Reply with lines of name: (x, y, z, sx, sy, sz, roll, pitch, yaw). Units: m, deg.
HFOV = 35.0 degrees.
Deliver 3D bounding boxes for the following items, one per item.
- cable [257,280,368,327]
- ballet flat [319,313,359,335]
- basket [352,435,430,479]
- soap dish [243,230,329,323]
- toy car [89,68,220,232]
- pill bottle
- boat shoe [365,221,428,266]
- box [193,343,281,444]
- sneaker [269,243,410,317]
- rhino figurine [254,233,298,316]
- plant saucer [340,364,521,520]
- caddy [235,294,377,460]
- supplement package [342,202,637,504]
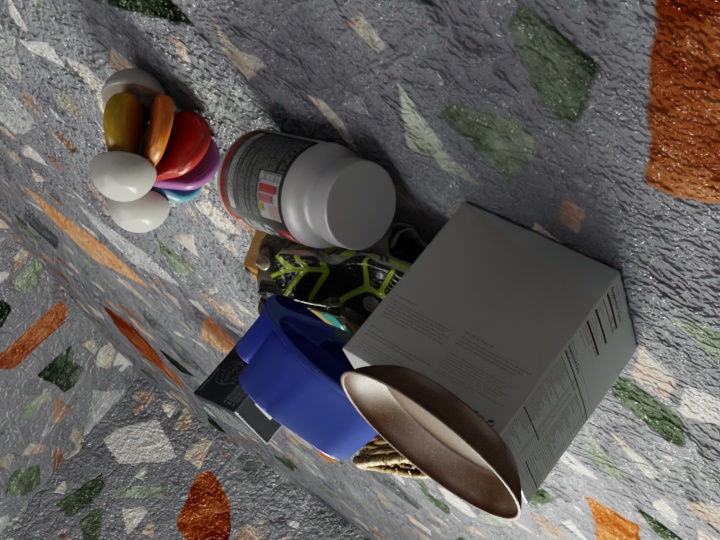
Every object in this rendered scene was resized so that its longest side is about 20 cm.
cable: (-0.016, 0.034, 1.324, 0.199, 0.050, 0.097, 17, 179, 19)
ballet flat: (0.005, 0.064, 1.412, 0.200, 0.072, 0.068, 47, 170, 41)
basket: (0.113, 0.238, 1.533, 0.143, 0.149, 0.200, 27, 179, 31)
soap dish: (-0.067, 0.035, 1.593, 0.200, 0.081, 0.157, 53, 162, -27)
toy car: (-0.258, -0.154, 1.479, 0.149, 0.176, 0.200, 0, 155, 3)
pill bottle: (-0.061, -0.088, 1.251, 0.200, 0.116, 0.116, 19, 153, 50)
boat shoe: (0.041, -0.021, 1.292, 0.200, 0.072, 0.066, 41, 137, 41)
box: (-0.221, 0.246, 2.320, 0.107, 0.149, 0.200, 50, 160, -27)
sneaker: (0.000, 0.000, 1.248, 0.199, 0.076, 0.076, 15, 123, 25)
rhino figurine: (-0.101, -0.020, 1.443, 0.060, 0.201, 0.087, 5, -170, 4)
plant saucer: (0.070, 0.145, 1.018, 0.200, 0.037, 0.201, 35, 162, 14)
caddy: (-0.041, 0.108, 1.234, 0.200, 0.105, 0.141, 39, -165, -25)
supplement package: (0.132, 0.078, 1.120, 0.191, 0.200, 0.147, 28, 159, 35)
